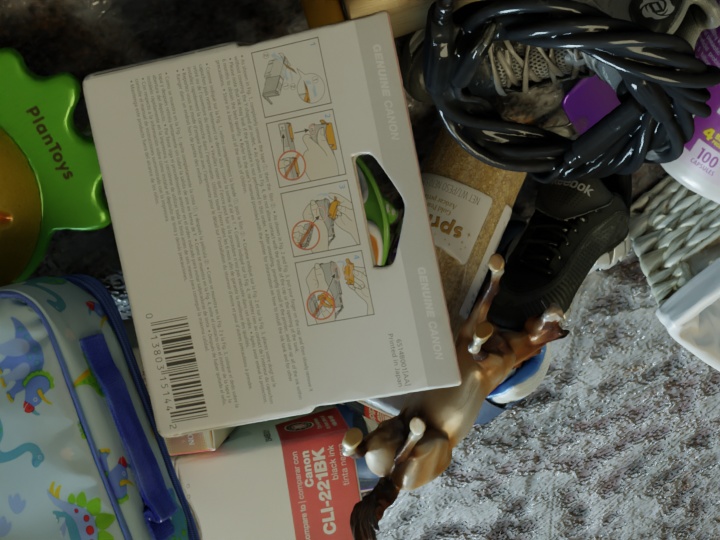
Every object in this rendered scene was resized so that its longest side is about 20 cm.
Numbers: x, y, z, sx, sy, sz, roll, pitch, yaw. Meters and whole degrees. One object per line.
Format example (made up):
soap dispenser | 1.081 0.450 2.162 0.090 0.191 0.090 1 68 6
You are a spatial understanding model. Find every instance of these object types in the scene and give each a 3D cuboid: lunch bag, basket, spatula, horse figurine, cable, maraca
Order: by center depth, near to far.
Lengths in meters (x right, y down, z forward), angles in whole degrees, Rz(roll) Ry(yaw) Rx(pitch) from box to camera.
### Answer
cable | 0.112 -0.102 0.784 0.161 0.051 0.200 11 162 4
lunch bag | -0.184 0.111 0.792 0.160 0.202 0.082 -22 179 25
maraca | -0.233 -0.047 0.818 0.198 0.107 0.138 -24 109 17
horse figurine | 0.049 0.078 0.828 0.201 0.050 0.133 -52 161 -12
spatula | 0.112 -0.085 0.969 0.199 0.021 0.057 -31 132 18
basket | 0.307 -0.002 1.052 0.135 0.124 0.199 -39 136 24

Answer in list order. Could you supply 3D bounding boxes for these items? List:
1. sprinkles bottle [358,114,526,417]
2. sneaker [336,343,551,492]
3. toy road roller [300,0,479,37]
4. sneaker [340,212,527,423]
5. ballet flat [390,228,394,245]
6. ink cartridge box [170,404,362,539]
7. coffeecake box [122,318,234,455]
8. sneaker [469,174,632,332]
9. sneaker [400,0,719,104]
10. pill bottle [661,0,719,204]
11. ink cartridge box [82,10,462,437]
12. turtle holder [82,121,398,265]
sprinkles bottle | 0.048 -0.004 0.906 0.068 0.068 0.202 29 81 -41
sneaker | 0.054 0.092 1.058 0.199 0.081 0.147 -21 164 -29
toy road roller | 0.018 -0.183 0.729 0.122 0.147 0.201 -17 140 1
sneaker | 0.069 0.040 0.990 0.200 0.084 0.075 -42 144 -23
ballet flat | 0.000 0.000 1.005 0.073 0.075 0.201 -17 142 0
ink cartridge box | -0.105 0.147 0.929 0.198 0.144 0.085 -10 96 -7
coffeecake box | -0.178 0.079 0.922 0.198 0.074 0.154 -9 -174 8
sneaker | 0.134 -0.023 0.961 0.200 0.066 0.091 -37 141 -47
sneaker | 0.123 -0.132 0.847 0.198 0.116 0.075 -26 139 10
pill bottle | 0.269 -0.145 0.887 0.111 0.113 0.201 4 136 -23
ink cartridge box | -0.045 -0.023 0.762 0.174 0.202 0.045 -10 -174 13
turtle holder | -0.069 -0.040 0.855 0.140 0.187 0.132 -30 -178 14
